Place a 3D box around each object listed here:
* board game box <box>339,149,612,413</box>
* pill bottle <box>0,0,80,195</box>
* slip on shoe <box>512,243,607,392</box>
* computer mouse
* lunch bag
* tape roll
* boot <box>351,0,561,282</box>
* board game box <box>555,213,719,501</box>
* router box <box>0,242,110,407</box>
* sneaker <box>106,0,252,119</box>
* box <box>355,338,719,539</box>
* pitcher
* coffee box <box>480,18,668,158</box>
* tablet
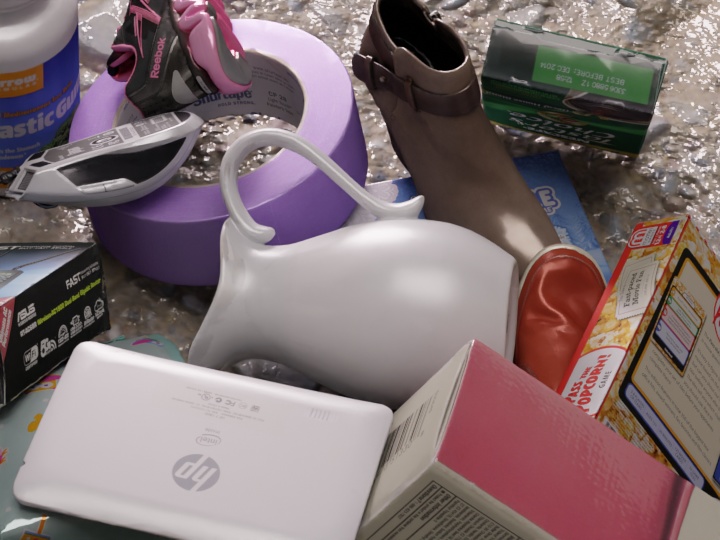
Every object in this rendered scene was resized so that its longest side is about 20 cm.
[{"bbox_3d":[0.072,0.019,1.684,0.199,0.043,0.199,-11,53,-13],"label":"board game box"},{"bbox_3d":[-0.247,-0.154,1.685,0.112,0.200,0.112,3,52,-3],"label":"pill bottle"},{"bbox_3d":[0.132,0.079,1.589,0.074,0.061,0.201,7,76,-8],"label":"slip on shoe"},{"bbox_3d":[-0.193,-0.055,1.612,0.199,0.044,0.110,-17,14,-6],"label":"computer mouse"},{"bbox_3d":[-0.174,0.121,1.528,0.170,0.122,0.200,-14,37,-15],"label":"lunch bag"},{"bbox_3d":[-0.097,-0.084,1.701,0.199,0.066,0.201,-6,46,6],"label":"tape roll"},{"bbox_3d":[0.065,-0.092,1.647,0.070,0.146,0.200,-35,59,-20],"label":"boot"},{"bbox_3d":[0.199,0.088,1.583,0.046,0.152,0.200,-11,38,42],"label":"board game box"},{"bbox_3d":[-0.278,0.031,1.549,0.199,0.062,0.150,0,16,20],"label":"router box"},{"bbox_3d":[-0.141,-0.175,1.713,0.095,0.079,0.200,-32,39,12],"label":"sneaker"},{"bbox_3d":[0.101,0.157,1.463,0.200,0.128,0.109,34,43,-12],"label":"box"},{"bbox_3d":[0.000,0.000,1.572,0.199,0.121,0.172,5,92,8],"label":"pitcher"},{"bbox_3d":[0.146,-0.124,1.712,0.122,0.200,0.044,14,86,3],"label":"coffee box"},{"bbox_3d":[-0.090,0.106,1.441,0.199,0.014,0.130,11,46,8],"label":"tablet"}]
